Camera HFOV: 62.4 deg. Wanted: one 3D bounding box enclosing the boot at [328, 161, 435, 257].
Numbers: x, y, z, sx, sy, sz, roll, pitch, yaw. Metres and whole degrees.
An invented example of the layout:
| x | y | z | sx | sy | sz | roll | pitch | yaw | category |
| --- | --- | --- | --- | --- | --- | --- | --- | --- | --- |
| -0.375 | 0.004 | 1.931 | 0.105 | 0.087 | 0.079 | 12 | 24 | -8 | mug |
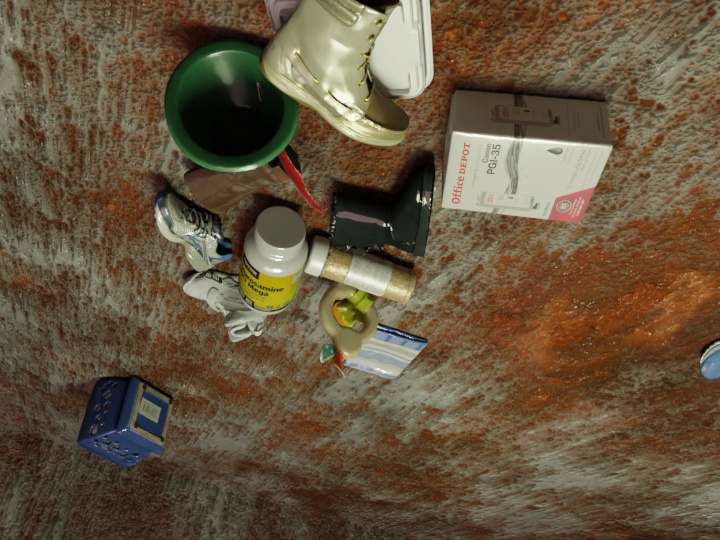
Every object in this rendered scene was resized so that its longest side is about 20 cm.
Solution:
| x | y | z | sx | sy | sz | roll | pitch | yaw | category |
| --- | --- | --- | --- | --- | --- | --- | --- | --- | --- |
| 0.032 | -0.095 | 0.928 | 0.159 | 0.075 | 0.200 | 10 | 146 | 6 | boot |

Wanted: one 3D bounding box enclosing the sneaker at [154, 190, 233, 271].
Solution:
| x | y | z | sx | sy | sz | roll | pitch | yaw | category |
| --- | --- | --- | --- | --- | --- | --- | --- | --- | --- |
| -0.286 | -0.077 | 1.042 | 0.083 | 0.079 | 0.201 | -11 | 148 | 11 | sneaker |

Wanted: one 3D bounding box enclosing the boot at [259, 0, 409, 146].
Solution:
| x | y | z | sx | sy | sz | roll | pitch | yaw | category |
| --- | --- | --- | --- | --- | --- | --- | --- | --- | --- |
| 0.003 | -0.235 | 0.665 | 0.197 | 0.073 | 0.154 | 26 | 140 | -21 | boot |

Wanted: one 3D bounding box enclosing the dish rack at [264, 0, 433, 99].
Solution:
| x | y | z | sx | sy | sz | roll | pitch | yaw | category |
| --- | --- | --- | --- | --- | --- | --- | --- | --- | --- |
| -0.013 | -0.271 | 0.715 | 0.195 | 0.044 | 0.173 | 1 | 144 | 12 | dish rack |

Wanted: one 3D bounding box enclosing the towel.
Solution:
| x | y | z | sx | sy | sz | roll | pitch | yaw | category |
| --- | --- | --- | --- | --- | --- | --- | --- | --- | --- |
| 0.052 | 0.188 | 1.354 | 0.144 | 0.024 | 0.201 | 18 | 144 | -11 | towel |

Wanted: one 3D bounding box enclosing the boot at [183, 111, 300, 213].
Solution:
| x | y | z | sx | sy | sz | roll | pitch | yaw | category |
| --- | --- | --- | --- | --- | --- | --- | --- | --- | --- |
| -0.216 | -0.169 | 0.900 | 0.197 | 0.065 | 0.187 | -11 | 137 | 35 | boot |

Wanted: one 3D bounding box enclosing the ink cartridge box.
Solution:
| x | y | z | sx | sy | sz | roll | pitch | yaw | category |
| --- | --- | --- | --- | --- | --- | --- | --- | --- | --- |
| 0.210 | -0.148 | 0.792 | 0.195 | 0.084 | 0.148 | 6 | 145 | 5 | ink cartridge box |

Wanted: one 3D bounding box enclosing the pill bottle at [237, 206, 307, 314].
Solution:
| x | y | z | sx | sy | sz | roll | pitch | yaw | category |
| --- | --- | --- | --- | --- | --- | --- | --- | --- | --- |
| -0.153 | -0.017 | 1.042 | 0.110 | 0.114 | 0.201 | 15 | 145 | -7 | pill bottle |

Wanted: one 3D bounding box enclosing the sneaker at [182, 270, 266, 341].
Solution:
| x | y | z | sx | sy | sz | roll | pitch | yaw | category |
| --- | --- | --- | --- | --- | --- | --- | --- | --- | --- |
| -0.273 | 0.071 | 1.193 | 0.195 | 0.117 | 0.076 | 7 | 145 | 5 | sneaker |

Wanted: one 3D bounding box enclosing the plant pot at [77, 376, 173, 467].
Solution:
| x | y | z | sx | sy | sz | roll | pitch | yaw | category |
| --- | --- | --- | --- | --- | --- | --- | --- | --- | --- |
| -0.669 | 0.434 | 1.737 | 0.177 | 0.203 | 0.200 | -18 | 137 | 24 | plant pot |

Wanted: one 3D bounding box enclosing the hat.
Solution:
| x | y | z | sx | sy | sz | roll | pitch | yaw | category |
| --- | --- | --- | --- | --- | --- | --- | --- | --- | --- |
| -0.155 | -0.172 | 0.802 | 0.163 | 0.204 | 0.176 | -21 | 169 | -7 | hat |

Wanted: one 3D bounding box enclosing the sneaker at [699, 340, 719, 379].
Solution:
| x | y | z | sx | sy | sz | roll | pitch | yaw | category |
| --- | --- | --- | --- | --- | --- | --- | --- | --- | --- |
| 0.724 | 0.167 | 1.092 | 0.078 | 0.091 | 0.199 | 29 | 141 | -23 | sneaker |

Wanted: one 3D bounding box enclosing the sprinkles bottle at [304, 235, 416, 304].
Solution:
| x | y | z | sx | sy | sz | roll | pitch | yaw | category |
| --- | --- | --- | --- | --- | --- | --- | --- | --- | --- |
| 0.000 | 0.000 | 1.065 | 0.196 | 0.069 | 0.069 | 18 | 145 | -11 | sprinkles bottle |

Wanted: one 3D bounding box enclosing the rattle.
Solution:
| x | y | z | sx | sy | sz | roll | pitch | yaw | category |
| --- | --- | --- | --- | --- | --- | --- | --- | --- | --- |
| -0.051 | 0.130 | 1.143 | 0.129 | 0.203 | 0.142 | 34 | 139 | -31 | rattle |
